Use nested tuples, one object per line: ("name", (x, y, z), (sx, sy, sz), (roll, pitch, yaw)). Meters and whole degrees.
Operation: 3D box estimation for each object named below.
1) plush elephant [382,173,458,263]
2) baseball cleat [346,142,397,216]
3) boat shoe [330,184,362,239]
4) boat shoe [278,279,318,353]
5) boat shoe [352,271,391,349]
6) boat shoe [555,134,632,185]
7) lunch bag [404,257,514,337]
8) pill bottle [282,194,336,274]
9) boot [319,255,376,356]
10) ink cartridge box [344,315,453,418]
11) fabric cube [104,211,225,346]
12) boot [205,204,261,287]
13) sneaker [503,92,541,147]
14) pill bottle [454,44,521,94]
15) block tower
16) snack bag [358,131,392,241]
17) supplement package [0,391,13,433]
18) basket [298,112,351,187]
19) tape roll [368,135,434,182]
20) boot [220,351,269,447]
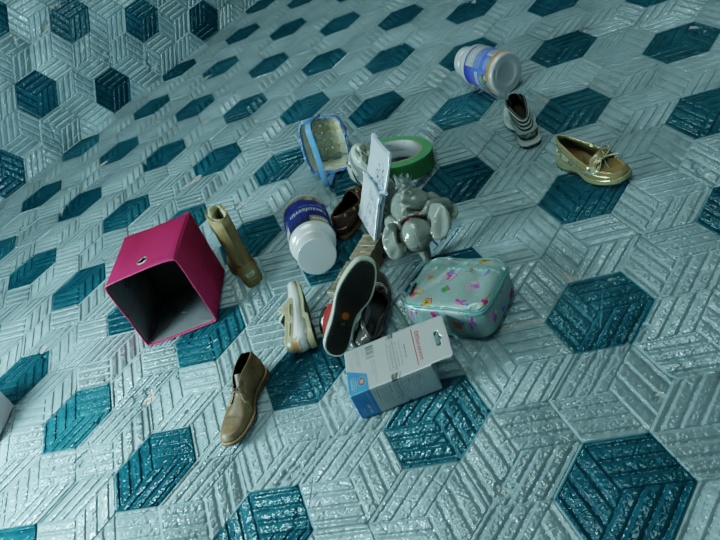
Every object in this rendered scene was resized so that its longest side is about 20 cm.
("plush elephant", (0.121, -0.091, 1.519), (0.161, 0.200, 0.158), (-16, 59, 17))
("baseball cleat", (0.032, -0.212, 1.741), (0.069, 0.204, 0.106), (-25, -2, -22))
("boat shoe", (-0.013, -0.169, 1.774), (0.069, 0.071, 0.202), (-5, 39, 33))
("boat shoe", (-0.142, 0.094, 1.522), (0.067, 0.076, 0.202), (-19, 36, 0))
("boat shoe", (0.032, 0.073, 1.429), (0.057, 0.066, 0.203), (-54, 16, 48))
("boat shoe", (0.492, -0.238, 1.536), (0.073, 0.064, 0.199), (-37, 37, -17))
("lunch bag", (0.186, 0.043, 1.369), (0.196, 0.078, 0.162), (5, 46, 37))
("pill bottle", (-0.118, -0.085, 1.697), (0.114, 0.117, 0.201), (-25, 36, 2))
("boot", (-0.032, 0.052, 1.420), (0.145, 0.071, 0.204), (-120, 51, -71))
("ink cartridge box", (0.075, 0.173, 1.287), (0.196, 0.068, 0.117), (-22, 35, 8))
("fabric cube", (-0.460, 0.019, 1.715), (0.192, 0.202, 0.201), (-19, 35, 12))
("boot", (-0.317, -0.075, 1.739), (0.066, 0.203, 0.174), (-36, 36, -15))
("sneaker", (0.390, -0.399, 1.759), (0.074, 0.117, 0.202), (-20, 35, 8))
("pill bottle", (0.350, -0.570, 2.005), (0.111, 0.114, 0.200), (-34, 35, -11))
("block tower", (0.000, 0.000, 1.566), (0.053, 0.059, 0.201), (1, 42, 34))
("snack bag", (0.031, -0.191, 1.599), (0.021, 0.205, 0.189), (4, 23, -13))
("supplement package", (-0.951, 0.353, 1.683), (0.196, 0.121, 0.122), (-19, 34, 10))
("basket", (-0.100, -0.345, 1.960), (0.136, 0.180, 0.201), (-8, 27, 18))
("tape roll", (0.090, -0.284, 1.833), (0.195, 0.049, 0.202), (-9, 30, 5))
("boot", (-0.238, 0.246, 1.394), (0.072, 0.076, 0.203), (-9, 40, 21))
